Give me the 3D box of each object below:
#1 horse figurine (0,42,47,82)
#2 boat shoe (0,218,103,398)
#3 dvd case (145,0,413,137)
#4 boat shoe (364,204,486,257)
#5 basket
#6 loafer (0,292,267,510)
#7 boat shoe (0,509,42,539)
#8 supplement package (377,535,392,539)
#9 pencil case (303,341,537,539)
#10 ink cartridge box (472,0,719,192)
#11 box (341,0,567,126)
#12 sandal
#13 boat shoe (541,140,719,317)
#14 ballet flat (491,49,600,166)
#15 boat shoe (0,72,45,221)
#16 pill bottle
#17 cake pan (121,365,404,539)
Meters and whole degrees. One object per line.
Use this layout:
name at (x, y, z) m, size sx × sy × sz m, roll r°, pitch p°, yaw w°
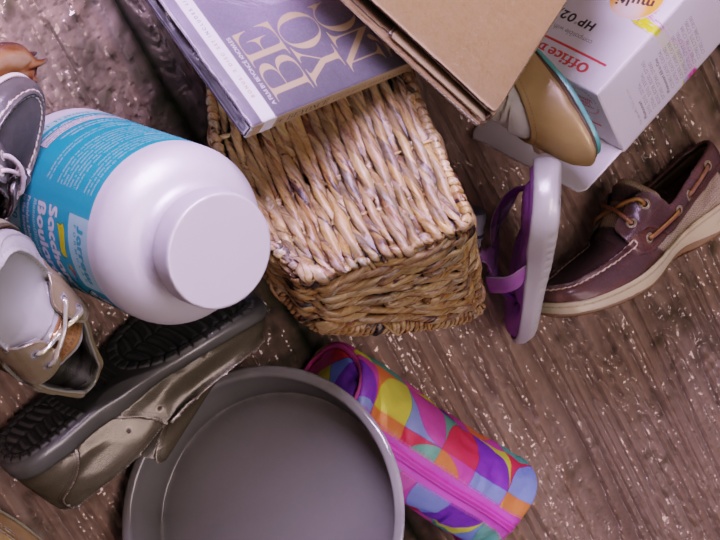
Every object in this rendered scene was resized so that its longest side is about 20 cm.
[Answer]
horse figurine at (-0.286, -0.092, 1.517) m, size 0.200 × 0.050 × 0.133 m, roll 17°, pitch 98°, yaw -37°
boat shoe at (-0.197, 0.026, 1.521) m, size 0.075 × 0.068 × 0.200 m, roll -59°, pitch 168°, yaw -10°
dvd case at (-0.037, -0.172, 1.555) m, size 0.200 × 0.016 × 0.149 m, roll -25°, pitch 74°, yaw -38°
boat shoe at (-0.002, -0.001, 1.718) m, size 0.202 × 0.075 × 0.086 m, roll -5°, pitch 108°, yaw -42°
basket at (-0.017, -0.055, 1.625) m, size 0.143 × 0.200 × 0.149 m, roll -21°, pitch 156°, yaw -3°
loafer at (-0.142, 0.083, 1.647) m, size 0.200 × 0.075 × 0.070 m, roll -34°, pitch 124°, yaw -11°
boat shoe at (-0.201, 0.225, 1.633) m, size 0.072 × 0.076 × 0.200 m, roll -47°, pitch 122°, yaw -14°
supplement package at (0.010, 0.283, 1.706) m, size 0.147 × 0.191 × 0.200 m, roll 32°, pitch 84°, yaw -45°
pencil case at (0.034, 0.126, 1.760) m, size 0.200 × 0.088 × 0.088 m, roll 32°, pitch 83°, yaw -35°
ink cartridge box at (0.167, -0.162, 1.749) m, size 0.200 × 0.115 × 0.068 m, roll -48°, pitch 140°, yaw -14°
box at (0.058, -0.206, 1.569) m, size 0.163 × 0.021 × 0.200 m, roll 41°, pitch 50°, yaw -10°
sandal at (0.106, -0.020, 1.745) m, size 0.050 × 0.203 × 0.083 m, roll 6°, pitch 60°, yaw 0°
boat shoe at (0.197, -0.033, 1.840) m, size 0.200 × 0.072 × 0.072 m, roll -31°, pitch 109°, yaw -28°
ballet flat at (0.085, -0.141, 1.695) m, size 0.063 × 0.069 × 0.200 m, roll -28°, pitch 72°, yaw -13°
boat shoe at (-0.236, -0.026, 1.508) m, size 0.200 × 0.057 × 0.067 m, roll -56°, pitch 147°, yaw -14°
pill bottle at (-0.134, -0.031, 1.539) m, size 0.111 × 0.200 × 0.111 m, roll -8°, pitch 106°, yaw -31°
cake pan at (-0.059, 0.163, 1.655) m, size 0.037 × 0.200 × 0.201 m, roll 23°, pitch 89°, yaw -66°
